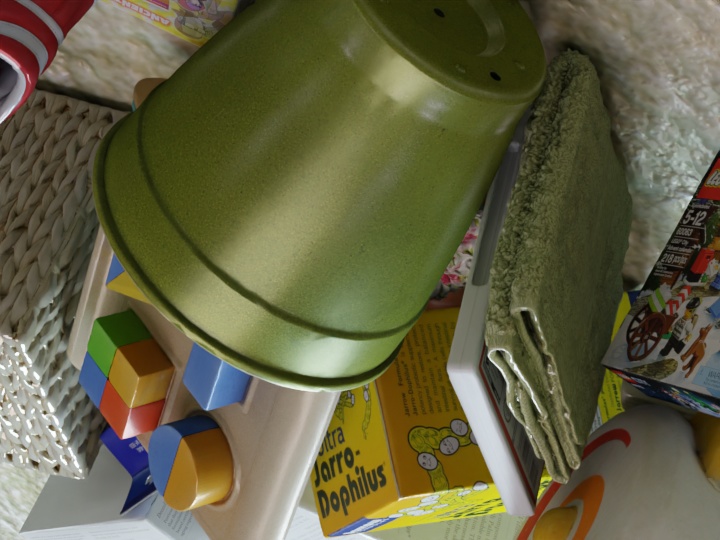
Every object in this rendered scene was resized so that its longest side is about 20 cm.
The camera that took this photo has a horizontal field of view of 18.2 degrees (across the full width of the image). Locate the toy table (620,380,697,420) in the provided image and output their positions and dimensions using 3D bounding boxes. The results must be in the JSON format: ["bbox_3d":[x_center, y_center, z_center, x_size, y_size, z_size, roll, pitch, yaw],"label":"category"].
[{"bbox_3d":[0.250,0.054,1.257,0.183,0.117,0.200,9,145,28],"label":"toy table"}]

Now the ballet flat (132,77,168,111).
[{"bbox_3d":[-0.062,-0.045,1.316,0.063,0.069,0.200,-41,74,33],"label":"ballet flat"}]

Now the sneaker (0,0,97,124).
[{"bbox_3d":[-0.248,-0.141,1.341,0.199,0.113,0.071,-3,139,41],"label":"sneaker"}]

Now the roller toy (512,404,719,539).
[{"bbox_3d":[0.154,0.171,1.212,0.139,0.183,0.200,32,149,-9],"label":"roller toy"}]

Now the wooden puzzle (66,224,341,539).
[{"bbox_3d":[-0.103,0.055,1.305,0.200,0.046,0.186,46,134,29],"label":"wooden puzzle"}]

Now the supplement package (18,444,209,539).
[{"bbox_3d":[-0.117,0.125,1.569,0.111,0.200,0.155,43,146,-27],"label":"supplement package"}]

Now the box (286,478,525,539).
[{"bbox_3d":[0.022,0.127,1.485,0.199,0.153,0.106,26,152,-19],"label":"box"}]

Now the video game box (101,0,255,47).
[{"bbox_3d":[-0.140,-0.216,1.207,0.199,0.047,0.182,26,149,2],"label":"video game box"}]

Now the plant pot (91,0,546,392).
[{"bbox_3d":[-0.006,-0.074,1.176,0.200,0.201,0.193,33,125,-12],"label":"plant pot"}]

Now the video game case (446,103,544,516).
[{"bbox_3d":[0.090,0.013,1.231,0.017,0.201,0.143,1,143,21],"label":"video game case"}]

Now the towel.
[{"bbox_3d":[0.106,-0.004,1.194,0.036,0.201,0.149,2,143,20],"label":"towel"}]

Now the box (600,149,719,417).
[{"bbox_3d":[0.212,0.010,1.130,0.038,0.137,0.200,32,173,-22],"label":"box"}]

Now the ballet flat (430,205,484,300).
[{"bbox_3d":[0.000,0.000,1.347,0.199,0.064,0.076,-2,139,39],"label":"ballet flat"}]

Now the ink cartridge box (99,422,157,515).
[{"bbox_3d":[-0.115,0.056,1.459,0.039,0.201,0.099,30,149,-14],"label":"ink cartridge box"}]

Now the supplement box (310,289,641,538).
[{"bbox_3d":[0.075,0.086,1.352,0.199,0.110,0.109,-5,164,-27],"label":"supplement box"}]

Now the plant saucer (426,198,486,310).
[{"bbox_3d":[0.029,-0.038,1.365,0.199,0.038,0.200,19,150,11],"label":"plant saucer"}]

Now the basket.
[{"bbox_3d":[-0.236,0.004,1.476,0.160,0.200,0.198,13,148,17],"label":"basket"}]
